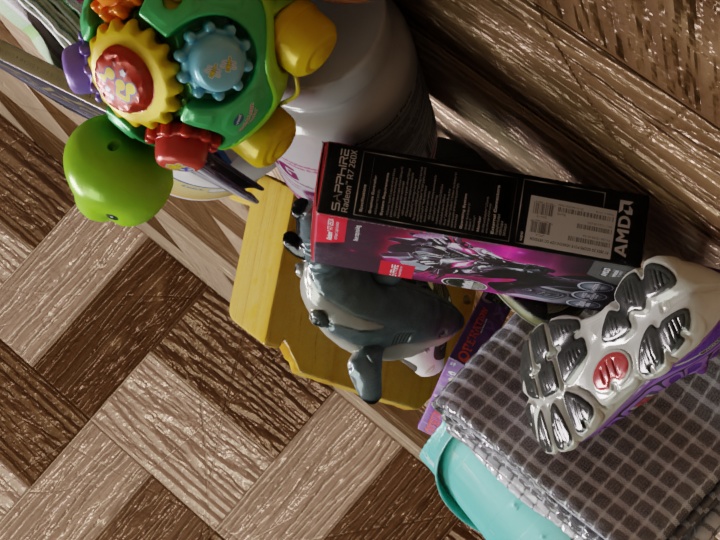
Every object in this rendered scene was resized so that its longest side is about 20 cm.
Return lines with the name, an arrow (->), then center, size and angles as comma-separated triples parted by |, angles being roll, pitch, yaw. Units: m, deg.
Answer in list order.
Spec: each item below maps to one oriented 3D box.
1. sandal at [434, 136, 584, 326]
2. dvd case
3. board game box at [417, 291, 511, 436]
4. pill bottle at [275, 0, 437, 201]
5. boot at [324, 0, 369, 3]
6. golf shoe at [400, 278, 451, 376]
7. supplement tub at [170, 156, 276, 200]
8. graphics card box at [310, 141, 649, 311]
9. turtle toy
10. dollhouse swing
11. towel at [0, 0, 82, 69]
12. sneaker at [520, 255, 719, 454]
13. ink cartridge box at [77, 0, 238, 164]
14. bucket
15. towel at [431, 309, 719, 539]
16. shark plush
sandal -> 0.090, -0.023, 1.287 | 0.201, 0.079, 0.058 | 46, 150, 42
dvd case -> -0.175, -0.108, 1.275 | 0.199, 0.016, 0.149 | 26, 176, 35
board game box -> 0.090, 0.050, 1.423 | 0.032, 0.120, 0.200 | 23, 160, 3
pill bottle -> -0.017, -0.117, 1.190 | 0.113, 0.113, 0.200 | 38, 171, 19
boot -> 0.015, -0.177, 0.932 | 0.155, 0.077, 0.200 | 32, 160, 32
golf shoe -> 0.027, 0.003, 1.482 | 0.201, 0.077, 0.095 | -96, -19, -48
supplement tub -> -0.122, -0.130, 1.488 | 0.145, 0.145, 0.200 | 42, 171, -6
graphics card box -> 0.069, -0.025, 1.157 | 0.199, 0.051, 0.126 | 9, 166, -1
turtle toy -> -0.110, -0.108, 1.060 | 0.146, 0.101, 0.200 | 39, 135, 12
dollhouse swing -> -0.034, 0.018, 1.611 | 0.199, 0.183, 0.175 | 20, 164, -34
towel -> -0.214, -0.165, 1.269 | 0.149, 0.031, 0.200 | 45, 171, -13
sneaker -> 0.168, 0.057, 1.139 | 0.083, 0.081, 0.200 | 2, 158, -32
ink cartridge box -> -0.137, -0.194, 1.302 | 0.200, 0.125, 0.129 | 37, 170, 29
bucket -> 0.151, 0.126, 1.407 | 0.135, 0.207, 0.207 | 44, 172, 11
towel -> 0.170, 0.093, 1.247 | 0.200, 0.166, 0.086 | 36, 165, 30
shark plush -> 0.000, 0.000, 1.308 | 0.200, 0.083, 0.091 | 56, -165, -39
